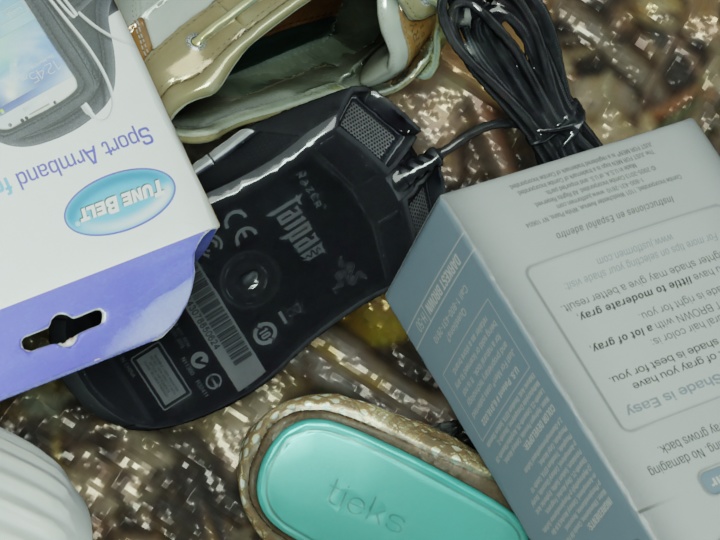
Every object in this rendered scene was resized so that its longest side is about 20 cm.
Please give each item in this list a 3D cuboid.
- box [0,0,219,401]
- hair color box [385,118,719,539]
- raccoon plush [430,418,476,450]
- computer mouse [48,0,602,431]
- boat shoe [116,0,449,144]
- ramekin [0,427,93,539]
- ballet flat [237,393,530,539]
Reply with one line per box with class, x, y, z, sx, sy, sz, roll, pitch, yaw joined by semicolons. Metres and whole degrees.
box;-0.130;-0.055;0.868;0.119;0.041;0.200;-21;81;-20
hair color box;0.102;0.059;0.820;0.099;0.061;0.200;-18;64;-29
raccoon plush;0.109;0.099;0.931;0.200;0.097;0.134;-16;85;12
computer mouse;0.000;0.000;0.941;0.200;0.046;0.140;-37;115;-1
boat shoe;0.002;-0.093;0.960;0.200;0.075;0.068;-22;52;-17
ramekin;-0.150;0.123;0.784;0.105;0.200;0.200;18;65;-15
ballet flat;0.055;0.093;0.865;0.200;0.065;0.071;32;94;-4
